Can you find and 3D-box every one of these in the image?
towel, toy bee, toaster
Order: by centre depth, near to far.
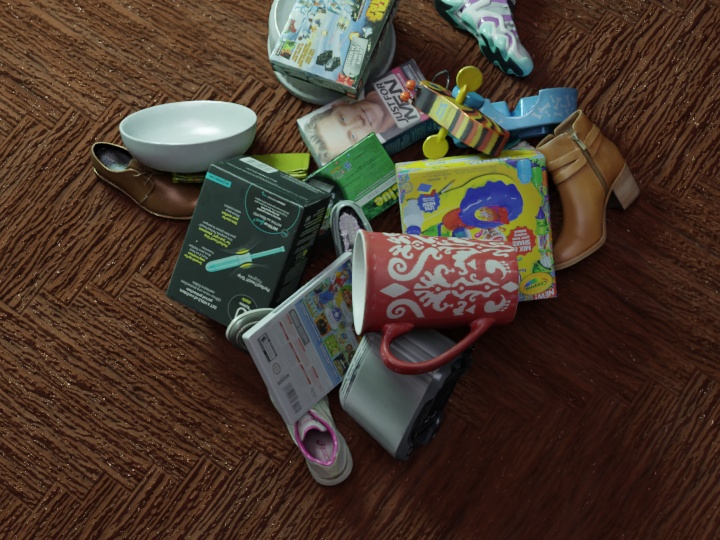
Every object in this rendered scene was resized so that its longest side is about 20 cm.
[{"bbox_3d":[0.058,0.144,1.604,0.129,0.113,0.201,34,122,18],"label":"toaster"},{"bbox_3d":[0.110,-0.218,1.646,0.108,0.199,0.132,9,96,-36],"label":"toy bee"},{"bbox_3d":[-0.174,-0.155,1.765,0.198,0.018,0.086,-1,28,2],"label":"towel"}]

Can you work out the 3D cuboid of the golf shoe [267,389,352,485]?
[{"bbox_3d":[-0.073,0.194,1.639,0.075,0.092,0.201,-31,72,-5],"label":"golf shoe"}]

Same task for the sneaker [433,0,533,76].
[{"bbox_3d":[0.221,-0.397,1.813,0.140,0.078,0.200,-42,75,-9],"label":"sneaker"}]

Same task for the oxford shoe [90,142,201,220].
[{"bbox_3d":[-0.314,-0.132,1.768,0.198,0.071,0.072,23,72,8],"label":"oxford shoe"}]

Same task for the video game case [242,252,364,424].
[{"bbox_3d":[-0.055,0.089,1.605,0.200,0.018,0.144,-39,118,-30],"label":"video game case"}]

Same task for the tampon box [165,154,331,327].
[{"bbox_3d":[-0.153,-0.035,1.656,0.149,0.126,0.202,25,107,11],"label":"tampon box"}]

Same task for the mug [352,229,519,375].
[{"bbox_3d":[0.094,0.037,1.538,0.198,0.133,0.180,0,94,-8],"label":"mug"}]

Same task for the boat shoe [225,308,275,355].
[{"bbox_3d":[-0.096,0.099,1.616,0.057,0.199,0.067,37,100,36],"label":"boat shoe"}]

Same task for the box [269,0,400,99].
[{"bbox_3d":[-0.029,-0.359,1.727,0.136,0.040,0.201,20,75,11],"label":"box"}]

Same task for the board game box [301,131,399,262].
[{"bbox_3d":[-0.035,-0.101,1.726,0.199,0.023,0.105,-34,99,2],"label":"board game box"}]

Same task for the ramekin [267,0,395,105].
[{"bbox_3d":[-0.047,-0.360,1.805,0.198,0.105,0.202,-1,73,4],"label":"ramekin"}]

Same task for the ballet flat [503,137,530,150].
[{"bbox_3d":[0.166,-0.124,1.740,0.199,0.072,0.072,-27,73,-3],"label":"ballet flat"}]

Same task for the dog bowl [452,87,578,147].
[{"bbox_3d":[0.222,-0.220,1.745,0.198,0.111,0.050,-10,85,0],"label":"dog bowl"}]

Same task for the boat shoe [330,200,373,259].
[{"bbox_3d":[0.001,-0.001,1.685,0.069,0.072,0.203,-18,90,0],"label":"boat shoe"}]

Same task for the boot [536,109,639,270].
[{"bbox_3d":[0.293,-0.112,1.688,0.155,0.073,0.200,50,65,-19],"label":"boot"}]

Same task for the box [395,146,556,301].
[{"bbox_3d":[0.157,-0.057,1.649,0.198,0.122,0.195,-7,102,2],"label":"box"}]

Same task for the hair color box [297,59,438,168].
[{"bbox_3d":[0.017,-0.218,1.779,0.199,0.061,0.101,-29,73,-5],"label":"hair color box"}]

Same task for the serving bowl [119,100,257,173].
[{"bbox_3d":[-0.247,-0.187,1.743,0.198,0.200,0.066,-1,114,3],"label":"serving bowl"}]
